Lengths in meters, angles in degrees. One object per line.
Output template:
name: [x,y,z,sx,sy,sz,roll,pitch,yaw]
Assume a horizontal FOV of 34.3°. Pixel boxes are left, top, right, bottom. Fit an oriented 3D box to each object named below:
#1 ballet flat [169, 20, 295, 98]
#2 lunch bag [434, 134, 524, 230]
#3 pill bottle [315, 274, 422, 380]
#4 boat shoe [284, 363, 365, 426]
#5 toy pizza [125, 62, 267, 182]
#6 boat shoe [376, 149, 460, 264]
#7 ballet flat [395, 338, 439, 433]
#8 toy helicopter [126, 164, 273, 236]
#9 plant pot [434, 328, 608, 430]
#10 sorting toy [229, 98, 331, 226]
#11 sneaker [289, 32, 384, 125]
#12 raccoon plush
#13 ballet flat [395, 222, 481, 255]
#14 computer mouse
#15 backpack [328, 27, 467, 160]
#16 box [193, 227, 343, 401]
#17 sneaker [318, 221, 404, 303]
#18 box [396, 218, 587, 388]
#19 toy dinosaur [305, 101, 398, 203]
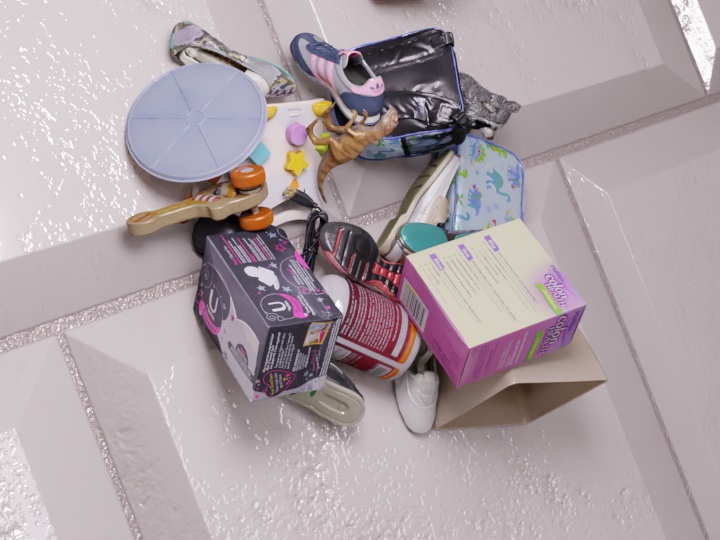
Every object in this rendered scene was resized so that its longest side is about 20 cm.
ballet flat: [-0.189,-0.286,1.692,0.200,0.072,0.072,26,62,-20]
lunch bag: [0.193,-0.108,1.903,0.160,0.082,0.201,16,67,-30]
pill bottle: [-0.018,0.075,1.677,0.199,0.113,0.114,25,63,-28]
boat shoe: [-0.080,0.146,1.655,0.200,0.072,0.068,35,20,-14]
toy pizza: [-0.224,-0.201,1.606,0.199,0.032,0.201,-3,61,6]
boat shoe: [0.101,-0.094,1.818,0.068,0.075,0.201,36,82,-13]
ballet flat: [0.090,0.143,1.763,0.069,0.069,0.201,8,72,-33]
toy helicopter: [-0.222,-0.091,1.575,0.199,0.132,0.079,-19,117,-20]
plant pot: [0.223,0.126,1.797,0.199,0.200,0.178,2,63,-35]
sorting toy: [-0.112,-0.155,1.708,0.199,0.107,0.181,-12,103,-37]
sneaker: [-0.029,-0.302,1.699,0.070,0.082,0.200,-25,58,-33]
raccoon plush: [0.176,-0.306,1.916,0.096,0.134,0.201,-26,92,-37]
ballet flat: [0.123,-0.028,1.756,0.199,0.072,0.073,4,74,-35]
computer mouse: [-0.131,-0.058,1.651,0.199,0.046,0.141,22,87,-29]
backpack: [0.057,-0.258,1.797,0.199,0.147,0.184,-9,71,5]
box: [-0.128,0.056,1.533,0.114,0.133,0.200,-6,40,-30]
sneaker: [0.000,0.000,1.727,0.200,0.087,0.074,36,62,-31]
box: [0.182,0.043,1.654,0.199,0.097,0.176,-19,55,-23]
toy dinosaur: [-0.032,-0.173,1.661,0.106,0.200,0.060,48,38,-7]
